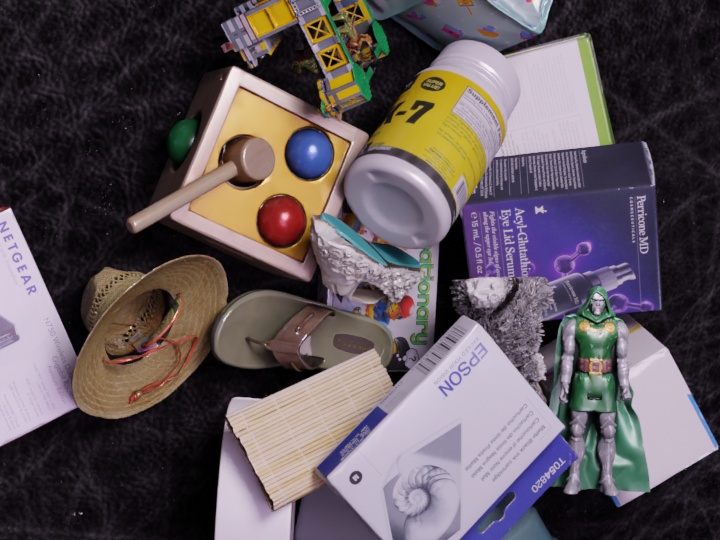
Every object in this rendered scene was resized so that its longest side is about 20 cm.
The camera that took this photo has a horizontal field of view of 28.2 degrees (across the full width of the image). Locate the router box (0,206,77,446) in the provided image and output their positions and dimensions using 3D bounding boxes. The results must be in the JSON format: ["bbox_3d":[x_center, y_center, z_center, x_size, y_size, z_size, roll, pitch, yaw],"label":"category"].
[{"bbox_3d":[-0.370,0.067,1.336,0.178,0.049,0.202,-27,103,-19],"label":"router box"}]

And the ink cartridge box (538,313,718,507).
[{"bbox_3d":[0.271,0.135,1.536,0.124,0.200,0.129,-31,105,1],"label":"ink cartridge box"}]

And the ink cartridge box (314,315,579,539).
[{"bbox_3d":[0.090,0.180,1.312,0.200,0.041,0.200,-45,114,-8],"label":"ink cartridge box"}]

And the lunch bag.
[{"bbox_3d":[0.082,-0.306,1.432,0.199,0.170,0.123,29,75,-21],"label":"lunch bag"}]

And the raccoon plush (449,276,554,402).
[{"bbox_3d":[0.123,0.075,1.375,0.199,0.096,0.136,1,87,-64],"label":"raccoon plush"}]

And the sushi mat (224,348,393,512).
[{"bbox_3d":[-0.031,0.143,1.323,0.199,0.012,0.096,-21,75,-43],"label":"sushi mat"}]

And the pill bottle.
[{"bbox_3d":[0.076,-0.128,1.410,0.114,0.114,0.201,46,54,-18],"label":"pill bottle"}]

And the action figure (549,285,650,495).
[{"bbox_3d":[0.227,0.116,1.400,0.117,0.055,0.203,1,91,1],"label":"action figure"}]

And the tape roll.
[{"bbox_3d":[-0.098,0.225,1.373,0.070,0.202,0.205,3,93,0],"label":"tape roll"}]

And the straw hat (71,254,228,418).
[{"bbox_3d":[-0.221,0.043,1.364,0.201,0.202,0.085,-42,63,-15],"label":"straw hat"}]

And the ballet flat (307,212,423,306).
[{"bbox_3d":[0.000,0.000,1.393,0.200,0.071,0.073,23,84,-60],"label":"ballet flat"}]

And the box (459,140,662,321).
[{"bbox_3d":[0.205,-0.037,1.474,0.197,0.105,0.149,-6,119,9],"label":"box"}]

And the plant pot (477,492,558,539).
[{"bbox_3d":[0.078,0.235,1.465,0.199,0.200,0.198,-26,95,-19],"label":"plant pot"}]

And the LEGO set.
[{"bbox_3d":[-0.058,-0.221,1.383,0.115,0.201,0.155,-21,119,19],"label":"LEGO set"}]

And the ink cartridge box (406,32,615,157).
[{"bbox_3d":[0.164,-0.158,1.535,0.198,0.076,0.150,-12,100,13],"label":"ink cartridge box"}]

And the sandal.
[{"bbox_3d":[-0.052,0.066,1.425,0.199,0.057,0.081,6,97,-23],"label":"sandal"}]

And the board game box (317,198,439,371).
[{"bbox_3d":[0.018,0.005,1.498,0.125,0.035,0.203,1,94,-22],"label":"board game box"}]

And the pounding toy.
[{"bbox_3d":[-0.118,-0.087,1.379,0.199,0.142,0.186,25,84,-22],"label":"pounding toy"}]

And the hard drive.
[{"bbox_3d":[-0.008,0.257,1.417,0.026,0.131,0.202,-17,129,-44],"label":"hard drive"}]
